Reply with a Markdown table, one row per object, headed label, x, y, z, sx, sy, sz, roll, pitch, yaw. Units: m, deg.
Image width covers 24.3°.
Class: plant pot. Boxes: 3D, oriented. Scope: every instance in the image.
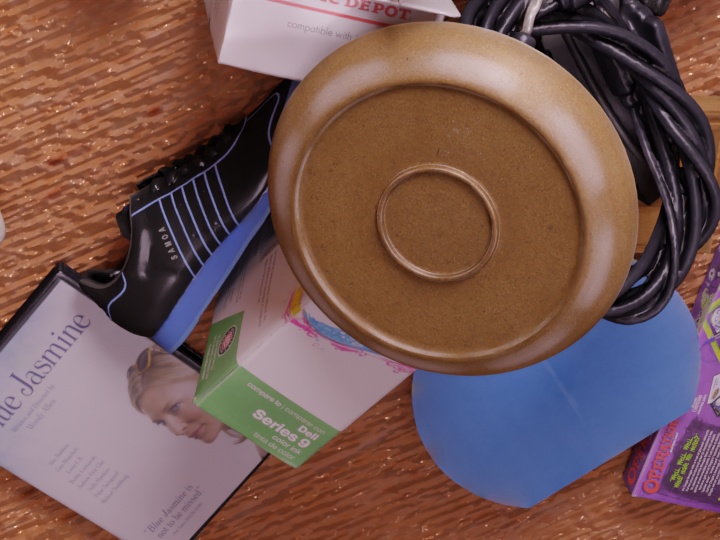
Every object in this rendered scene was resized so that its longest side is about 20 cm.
| label | x | y | z | sx | sy | sz | roll | pitch | yaw |
| --- | --- | --- | --- | --- | --- | --- | --- | --- | --- |
| plant pot | 0.042 | -0.028 | 0.862 | 0.199 | 0.028 | 0.201 | 8 | 117 | 15 |

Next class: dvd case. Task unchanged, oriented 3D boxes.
| label | x | y | z | sx | sy | sz | roll | pitch | yaw |
| --- | --- | --- | --- | --- | --- | --- | --- | --- | --- |
| dvd case | -0.164 | 0.101 | 1.121 | 0.200 | 0.018 | 0.143 | 36 | 106 | -22 |

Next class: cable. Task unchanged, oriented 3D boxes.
| label | x | y | z | sx | sy | sz | roll | pitch | yaw |
| --- | --- | --- | --- | --- | --- | --- | --- | --- | --- |
| cable | 0.121 | -0.062 | 0.911 | 0.163 | 0.051 | 0.201 | -22 | 101 | -32 |

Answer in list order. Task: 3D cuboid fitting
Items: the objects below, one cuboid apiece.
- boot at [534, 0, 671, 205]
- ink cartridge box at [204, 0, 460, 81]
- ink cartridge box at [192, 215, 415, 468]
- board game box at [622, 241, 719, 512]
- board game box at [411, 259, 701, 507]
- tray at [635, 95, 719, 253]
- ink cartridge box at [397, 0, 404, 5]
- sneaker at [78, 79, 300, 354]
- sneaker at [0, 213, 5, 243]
| label | x | y | z | sx | sy | sz | roll | pitch | yaw |
| --- | --- | --- | --- | --- | --- | --- | --- | --- | --- |
| boot | 0.178 | -0.161 | 0.994 | 0.157 | 0.079 | 0.212 | -30 | 102 | 3 |
| ink cartridge box | -0.022 | -0.151 | 0.920 | 0.115 | 0.200 | 0.068 | 10 | 113 | -13 |
| ink cartridge box | 0.000 | 0.000 | 0.999 | 0.087 | 0.146 | 0.200 | 34 | 123 | -19 |
| board game box | 0.274 | 0.079 | 1.176 | 0.120 | 0.032 | 0.201 | 11 | 112 | -19 |
| board game box | 0.128 | 0.065 | 1.139 | 0.200 | 0.039 | 0.158 | -33 | 116 | 7 |
| tray | 0.134 | -0.062 | 1.081 | 0.199 | 0.037 | 0.099 | 0 | 116 | -10 |
| ink cartridge box | 0.075 | -0.216 | 0.857 | 0.076 | 0.200 | 0.148 | 26 | 118 | -20 |
| sneaker | -0.098 | -0.045 | 1.033 | 0.078 | 0.070 | 0.200 | 32 | 102 | -9 |
| sneaker | -0.308 | -0.059 | 0.993 | 0.200 | 0.075 | 0.085 | 37 | 104 | -13 |
